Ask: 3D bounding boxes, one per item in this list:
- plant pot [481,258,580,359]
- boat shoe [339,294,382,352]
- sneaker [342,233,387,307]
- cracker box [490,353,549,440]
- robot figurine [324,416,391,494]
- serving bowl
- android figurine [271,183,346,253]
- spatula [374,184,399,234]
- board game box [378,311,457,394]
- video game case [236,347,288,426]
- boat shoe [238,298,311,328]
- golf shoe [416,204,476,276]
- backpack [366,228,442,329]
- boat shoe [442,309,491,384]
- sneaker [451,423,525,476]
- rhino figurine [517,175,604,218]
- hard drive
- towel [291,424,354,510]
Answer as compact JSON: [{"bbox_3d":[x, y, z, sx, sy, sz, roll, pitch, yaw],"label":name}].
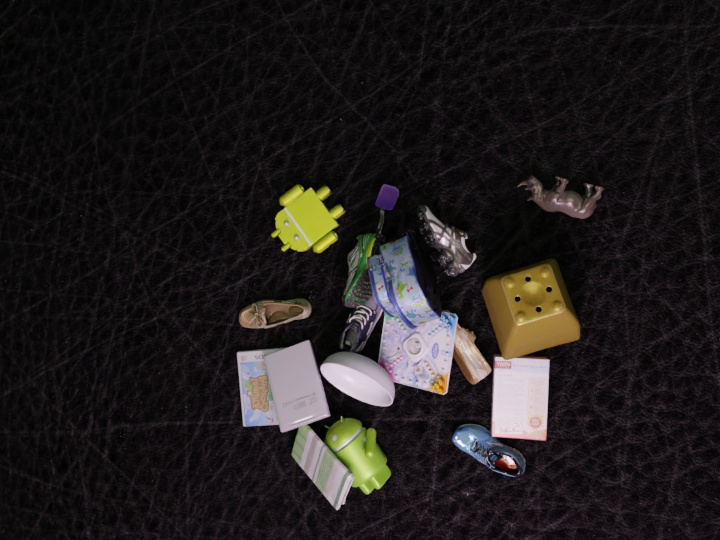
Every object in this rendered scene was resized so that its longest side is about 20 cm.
[{"bbox_3d":[0.398,0.078,1.491,0.194,0.200,0.196,-18,71,8],"label":"plant pot"},{"bbox_3d":[0.006,0.121,1.622,0.074,0.093,0.201,20,94,12],"label":"boat shoe"},{"bbox_3d":[0.000,0.000,1.615,0.085,0.078,0.201,11,72,39],"label":"sneaker"},{"bbox_3d":[0.396,0.313,1.590,0.133,0.058,0.202,3,92,8],"label":"cracker box"},{"bbox_3d":[-0.012,0.463,1.620,0.175,0.116,0.201,-39,85,38],"label":"robot figurine"},{"bbox_3d":[0.001,0.260,1.594,0.199,0.200,0.066,24,62,7],"label":"serving bowl"},{"bbox_3d":[-0.141,-0.131,1.669,0.199,0.041,0.183,-35,86,5],"label":"android figurine"},{"bbox_3d":[0.051,-0.121,1.648,0.056,0.021,0.202,19,98,28],"label":"spatula"},{"bbox_3d":[0.136,0.193,1.605,0.199,0.026,0.202,9,93,29],"label":"board game box"},{"bbox_3d":[-0.233,0.309,1.697,0.180,0.022,0.202,-5,90,8],"label":"video game case"},{"bbox_3d":[-0.230,0.110,1.672,0.198,0.063,0.074,-13,90,9],"label":"boat shoe"},{"bbox_3d":[0.215,-0.088,1.611,0.094,0.078,0.201,-30,88,-10],"label":"golf shoe"},{"bbox_3d":[0.110,0.036,1.536,0.146,0.183,0.201,-24,55,17],"label":"backpack"},{"bbox_3d":[0.261,0.183,1.606,0.069,0.074,0.201,-24,79,-15],"label":"boat shoe"},{"bbox_3d":[0.322,0.448,1.586,0.199,0.090,0.079,25,94,8],"label":"sneaker"},{"bbox_3d":[0.485,-0.185,1.568,0.198,0.060,0.088,15,104,11],"label":"rhino figurine"},{"bbox_3d":[-0.164,0.294,1.629,0.131,0.027,0.201,-21,67,7],"label":"hard drive"},{"bbox_3d":[-0.096,0.487,1.612,0.200,0.031,0.150,42,133,29],"label":"towel"}]
